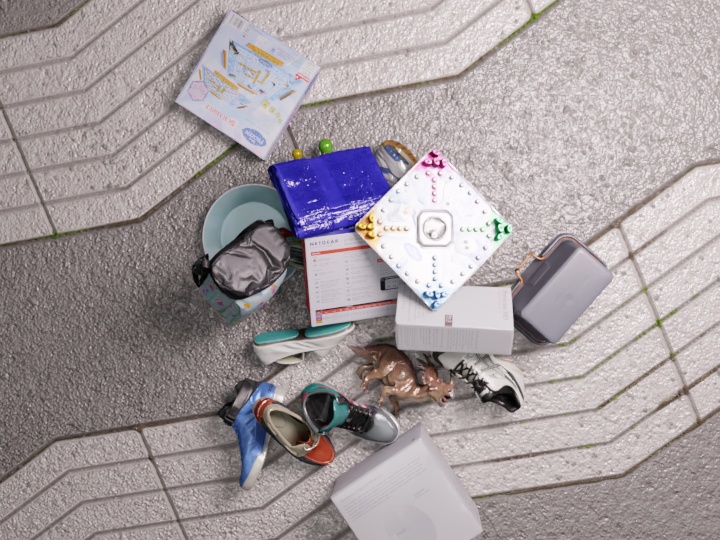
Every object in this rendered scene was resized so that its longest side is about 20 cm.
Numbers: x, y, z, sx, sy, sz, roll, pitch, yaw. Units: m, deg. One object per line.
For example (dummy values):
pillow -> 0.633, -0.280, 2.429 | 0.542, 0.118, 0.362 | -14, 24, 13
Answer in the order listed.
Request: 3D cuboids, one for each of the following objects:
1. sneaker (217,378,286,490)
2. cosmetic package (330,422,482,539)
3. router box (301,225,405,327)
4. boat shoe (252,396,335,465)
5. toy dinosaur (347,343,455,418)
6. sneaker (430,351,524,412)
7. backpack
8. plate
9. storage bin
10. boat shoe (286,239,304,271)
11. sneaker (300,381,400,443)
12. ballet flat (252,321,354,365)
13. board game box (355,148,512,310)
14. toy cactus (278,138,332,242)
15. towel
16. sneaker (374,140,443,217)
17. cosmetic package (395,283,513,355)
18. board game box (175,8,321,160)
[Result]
sneaker -> -0.220, 0.302, 1.437 | 0.110, 0.077, 0.202 | 18, 90, -3
cosmetic package -> 0.083, 0.425, 1.402 | 0.199, 0.123, 0.201 | -34, 92, 5
router box -> 0.000, 0.000, 1.362 | 0.198, 0.049, 0.181 | -7, 120, -10
boat shoe -> -0.113, 0.301, 1.405 | 0.200, 0.062, 0.071 | 44, 70, -26
toy dinosaur -> 0.072, 0.186, 1.411 | 0.136, 0.086, 0.200 | -45, 85, 5
sneaker -> 0.215, 0.186, 1.366 | 0.199, 0.088, 0.076 | 25, 127, -15
backpack -> -0.211, 0.014, 1.340 | 0.166, 0.200, 0.127 | -32, 87, -29
plate -> -0.198, -0.062, 1.444 | 0.198, 0.026, 0.202 | 0, 94, 4
storage bin -> 0.347, 0.032, 1.357 | 0.145, 0.134, 0.200 | 41, 94, 1
boat shoe -> -0.066, -0.014, 1.404 | 0.198, 0.062, 0.073 | 7, 96, -10
sneaker -> -0.025, 0.265, 1.392 | 0.199, 0.121, 0.084 | 22, 95, 10
ballet flat -> -0.102, 0.137, 1.435 | 0.198, 0.069, 0.070 | -11, 92, 9
board game box -> 0.126, -0.071, 1.290 | 0.200, 0.026, 0.200 | 45, 83, 0
toy cactus -> -0.067, -0.132, 1.402 | 0.164, 0.102, 0.202 | 21, 68, -21
towel -> -0.045, -0.142, 1.314 | 0.198, 0.050, 0.149 | -15, 69, -24
sneaker -> 0.089, -0.140, 1.378 | 0.201, 0.075, 0.088 | 54, 126, 26
cosmetic package -> 0.162, 0.083, 1.322 | 0.198, 0.102, 0.074 | 0, 135, 7
board game box -> -0.207, -0.342, 1.420 | 0.199, 0.041, 0.200 | 33, 95, 1
